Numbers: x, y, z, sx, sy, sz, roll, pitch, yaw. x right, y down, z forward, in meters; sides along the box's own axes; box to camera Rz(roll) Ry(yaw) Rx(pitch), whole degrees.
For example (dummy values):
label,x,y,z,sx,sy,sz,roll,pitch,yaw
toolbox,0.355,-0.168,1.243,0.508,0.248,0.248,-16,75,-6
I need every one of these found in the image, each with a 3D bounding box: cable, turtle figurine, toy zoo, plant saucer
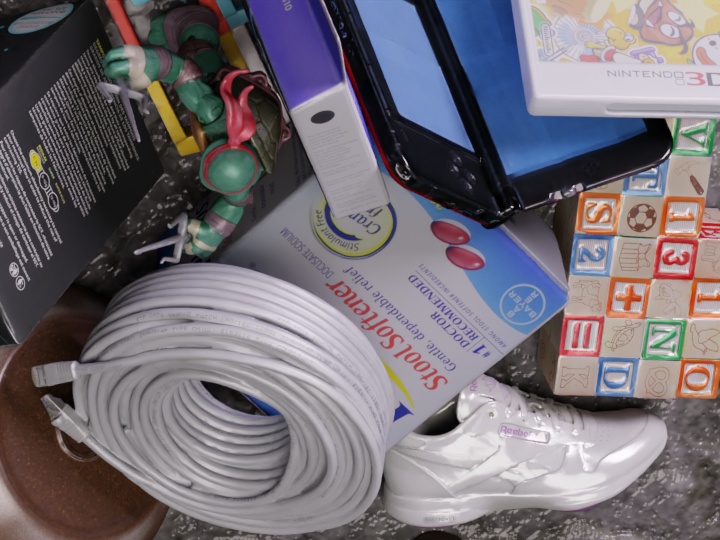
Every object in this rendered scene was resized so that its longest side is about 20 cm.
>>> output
label,x,y,z,sx,sy,sz,roll,pitch,yaw
cable,-0.077,0.082,1.672,0.199,0.069,0.200,-21,124,37
turtle figurine,-0.092,-0.081,1.625,0.100,0.200,0.151,-11,115,4
toy zoo,-0.086,-0.161,1.717,0.130,0.020,0.201,-25,113,1
plant saucer,-0.185,0.102,1.728,0.199,0.037,0.202,9,76,-39

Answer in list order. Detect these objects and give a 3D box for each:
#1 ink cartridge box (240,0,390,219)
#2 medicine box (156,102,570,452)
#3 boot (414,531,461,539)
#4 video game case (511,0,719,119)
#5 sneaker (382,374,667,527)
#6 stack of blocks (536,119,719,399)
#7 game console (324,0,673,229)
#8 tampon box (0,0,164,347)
label,x,y,z,sx,sy,sz,roll,pitch,yaw
ink cartridge box,-0.046,-0.156,1.563,0.043,0.199,0.200,-21,154,-2
medicine box,0.000,0.000,1.735,0.200,0.103,0.182,-40,114,16
boot,0.020,0.281,1.879,0.073,0.076,0.201,22,107,-18
video game case,0.180,-0.178,1.670,0.180,0.201,0.023,1,145,-10
sneaker,0.109,0.113,1.826,0.198,0.075,0.100,-10,114,-5
stack of blocks,0.188,-0.019,1.796,0.114,0.059,0.201,2,111,-10
game console,0.074,-0.142,1.645,0.118,0.201,0.172,-33,151,23
tampon box,-0.238,-0.054,1.614,0.149,0.200,0.127,-8,118,29
